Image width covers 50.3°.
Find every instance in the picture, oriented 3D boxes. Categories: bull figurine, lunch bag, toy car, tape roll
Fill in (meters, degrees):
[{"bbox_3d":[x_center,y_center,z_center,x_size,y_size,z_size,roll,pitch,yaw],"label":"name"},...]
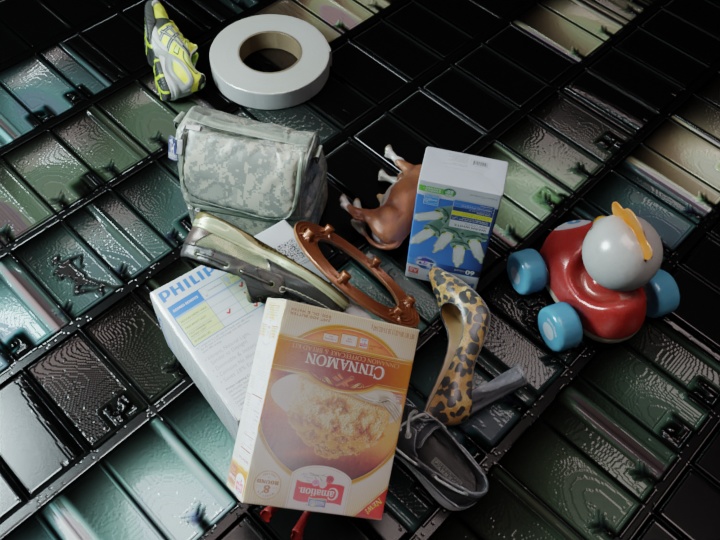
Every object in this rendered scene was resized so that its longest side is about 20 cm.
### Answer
[{"bbox_3d":[0.064,-0.111,1.105,0.121,0.065,0.200,30,57,21],"label":"bull figurine"},{"bbox_3d":[-0.148,-0.136,1.048,0.199,0.168,0.140,13,55,7],"label":"lunch bag"},{"bbox_3d":[0.314,-0.023,0.973,0.183,0.200,0.177,-16,57,-14],"label":"toy car"},{"bbox_3d":[-0.149,-0.350,1.276,0.202,0.037,0.204,1,55,-1],"label":"tape roll"}]

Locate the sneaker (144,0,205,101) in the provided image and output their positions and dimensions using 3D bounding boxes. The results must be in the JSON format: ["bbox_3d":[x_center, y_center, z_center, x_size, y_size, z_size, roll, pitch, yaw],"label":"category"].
[{"bbox_3d":[-0.310,-0.361,1.262,0.076,0.075,0.201,-11,67,-19],"label":"sneaker"}]

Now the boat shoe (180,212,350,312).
[{"bbox_3d":[-0.110,0.007,0.865,0.200,0.072,0.066,30,85,3],"label":"boat shoe"}]

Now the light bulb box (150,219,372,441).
[{"bbox_3d":[-0.112,0.080,0.926,0.198,0.125,0.200,-31,61,-21],"label":"light bulb box"}]

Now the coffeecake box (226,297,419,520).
[{"bbox_3d":[-0.038,0.143,0.799,0.153,0.073,0.201,14,85,-22],"label":"coffeecake box"}]

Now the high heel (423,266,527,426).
[{"bbox_3d":[0.100,0.091,0.962,0.142,0.072,0.200,-23,65,-19],"label":"high heel"}]

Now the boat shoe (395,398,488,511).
[{"bbox_3d":[0.062,0.188,0.870,0.200,0.068,0.072,45,58,10],"label":"boat shoe"}]

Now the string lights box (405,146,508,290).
[{"bbox_3d":[0.120,-0.062,0.990,0.102,0.200,0.059,12,55,6],"label":"string lights box"}]

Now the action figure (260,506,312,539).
[{"bbox_3d":[-0.039,0.213,0.885,0.065,0.052,0.200,30,54,11],"label":"action figure"}]

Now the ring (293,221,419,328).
[{"bbox_3d":[0.000,0.000,0.965,0.200,0.200,0.019,47,107,25],"label":"ring"}]
